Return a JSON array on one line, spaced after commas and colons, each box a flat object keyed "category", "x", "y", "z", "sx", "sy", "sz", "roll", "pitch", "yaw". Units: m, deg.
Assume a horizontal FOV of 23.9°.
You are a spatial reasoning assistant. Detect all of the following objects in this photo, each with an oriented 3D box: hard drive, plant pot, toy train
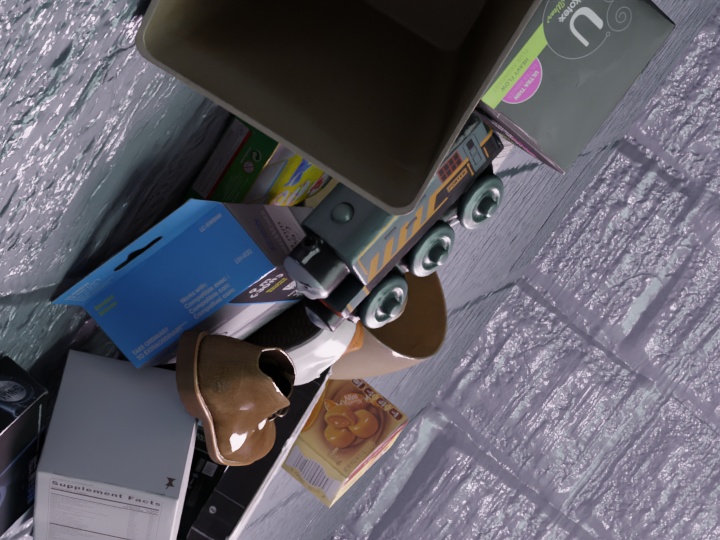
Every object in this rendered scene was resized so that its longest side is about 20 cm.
[{"category": "hard drive", "x": -0.095, "y": 0.176, "z": 1.498, "sx": 0.200, "sy": 0.038, "sz": 0.140, "roll": -59, "pitch": 178, "yaw": -31}, {"category": "plant pot", "x": -0.033, "y": 0.021, "z": 1.573, "sx": 0.134, "sy": 0.201, "sz": 0.200, "roll": -32, "pitch": 179, "yaw": 29}, {"category": "toy train", "x": 0.025, "y": -0.046, "z": 1.252, "sx": 0.200, "sy": 0.085, "sz": 0.114, "roll": -46, "pitch": 148, "yaw": -7}, {"category": "plant pot", "x": 0.012, "y": -0.192, "z": 1.057, "sx": 0.200, "sy": 0.200, "sz": 0.177, "roll": -59, "pitch": 179, "yaw": 31}]

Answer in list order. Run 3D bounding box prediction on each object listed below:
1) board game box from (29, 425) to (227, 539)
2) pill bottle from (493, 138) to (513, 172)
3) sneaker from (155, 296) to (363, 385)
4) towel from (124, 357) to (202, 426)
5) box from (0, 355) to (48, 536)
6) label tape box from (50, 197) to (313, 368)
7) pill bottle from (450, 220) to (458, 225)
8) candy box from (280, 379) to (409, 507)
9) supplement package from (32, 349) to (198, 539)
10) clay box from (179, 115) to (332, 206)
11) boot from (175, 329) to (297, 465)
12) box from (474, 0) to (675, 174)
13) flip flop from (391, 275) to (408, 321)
[{"category": "board game box", "x": -0.205, "y": 0.195, "z": 1.508, "sx": 0.028, "sy": 0.135, "sz": 0.200, "roll": -73, "pitch": -171, "yaw": -49}, {"category": "pill bottle", "x": 0.135, "y": -0.201, "z": 1.668, "sx": 0.200, "sy": 0.114, "sz": 0.114, "roll": -57, "pitch": 167, "yaw": 28}, {"category": "sneaker", "x": -0.085, "y": 0.082, "z": 1.426, "sx": 0.200, "sy": 0.073, "sz": 0.085, "roll": -21, "pitch": 150, "yaw": 27}, {"category": "towel", "x": -0.141, "y": 0.092, "z": 1.501, "sx": 0.146, "sy": 0.022, "sz": 0.200, "roll": 6, "pitch": 137, "yaw": -22}, {"category": "box", "x": -0.304, "y": 0.170, "z": 1.261, "sx": 0.160, "sy": 0.043, "sz": 0.200, "roll": -46, "pitch": 167, "yaw": -31}, {"category": "label tape box", "x": -0.117, "y": 0.011, "z": 1.292, "sx": 0.144, "sy": 0.063, "sz": 0.200, "roll": -35, "pitch": 168, "yaw": 20}, {"category": "pill bottle", "x": 0.051, "y": -0.099, "z": 1.490, "sx": 0.111, "sy": 0.111, "sz": 0.200, "roll": -54, "pitch": -167, "yaw": 11}, {"category": "candy box", "x": -0.066, "y": 0.124, "z": 1.662, "sx": 0.115, "sy": 0.200, "sz": 0.055, "roll": -40, "pitch": 165, "yaw": -47}, {"category": "supplement package", "x": -0.194, "y": 0.167, "z": 1.356, "sx": 0.200, "sy": 0.113, "sz": 0.110, "roll": 109, "pitch": -8, "yaw": -55}, {"category": "clay box", "x": -0.056, "y": -0.102, "z": 1.384, "sx": 0.115, "sy": 0.048, "sz": 0.200, "roll": -55, "pitch": 169, "yaw": 27}, {"category": "boot", "x": -0.082, "y": 0.104, "z": 1.311, "sx": 0.200, "sy": 0.075, "sz": 0.074, "roll": 70, "pitch": 22, "yaw": -65}, {"category": "box", "x": 0.118, "y": -0.194, "z": 1.342, "sx": 0.124, "sy": 0.200, "sz": 0.149, "roll": 35, "pitch": 94, "yaw": -35}, {"category": "flip flop", "x": 0.000, "y": 0.000, "z": 1.433, "sx": 0.200, "sy": 0.081, "sz": 0.058, "roll": -102, "pitch": -157, "yaw": -62}]
